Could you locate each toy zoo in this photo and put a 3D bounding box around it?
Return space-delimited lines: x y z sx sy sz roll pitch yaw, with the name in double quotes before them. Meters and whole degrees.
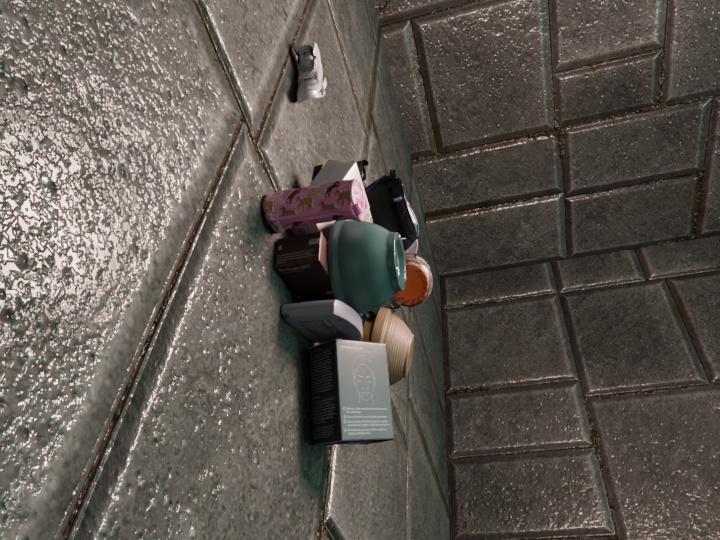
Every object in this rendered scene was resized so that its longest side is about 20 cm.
"toy zoo" 0.024 0.190 1.451 0.200 0.020 0.135 8 90 -77

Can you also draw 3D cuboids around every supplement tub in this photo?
"supplement tub" 0.124 0.023 1.505 0.200 0.119 0.126 -49 129 -82

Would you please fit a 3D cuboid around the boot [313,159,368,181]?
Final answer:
"boot" -0.051 -0.199 1.462 0.078 0.134 0.204 63 24 -52

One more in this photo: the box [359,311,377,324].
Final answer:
"box" -0.014 0.077 1.507 0.137 0.038 0.200 47 9 10

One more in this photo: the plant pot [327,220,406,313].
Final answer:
"plant pot" 0.024 -0.012 1.240 0.200 0.130 0.207 -6 90 -74

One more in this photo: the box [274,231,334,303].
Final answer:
"box" -0.096 0.012 1.223 0.201 0.097 0.077 64 23 -51

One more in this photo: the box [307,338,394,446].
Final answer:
"box" -0.022 0.258 1.242 0.146 0.106 0.206 11 67 -38

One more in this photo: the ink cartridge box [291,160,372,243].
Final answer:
"ink cartridge box" -0.062 -0.115 1.337 0.202 0.082 0.178 -58 143 -35

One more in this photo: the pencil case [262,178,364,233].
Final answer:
"pencil case" -0.086 -0.123 1.133 0.083 0.194 0.089 40 45 -68

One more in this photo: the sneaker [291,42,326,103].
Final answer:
"sneaker" -0.131 -0.485 1.444 0.201 0.073 0.117 -84 160 -62

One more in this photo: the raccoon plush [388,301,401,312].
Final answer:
"raccoon plush" 0.061 0.141 1.674 0.098 0.130 0.205 -90 178 -59

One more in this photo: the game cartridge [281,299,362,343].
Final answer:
"game cartridge" -0.067 0.108 1.215 0.200 0.130 0.042 55 37 -63

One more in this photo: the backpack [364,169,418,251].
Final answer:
"backpack" 0.052 -0.121 1.526 0.193 0.198 0.154 55 -5 -3

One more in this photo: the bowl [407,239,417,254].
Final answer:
"bowl" 0.058 -0.022 1.694 0.075 0.196 0.203 50 -36 32

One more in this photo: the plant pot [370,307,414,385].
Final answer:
"plant pot" 0.076 0.197 1.417 0.201 0.090 0.207 11 90 -79

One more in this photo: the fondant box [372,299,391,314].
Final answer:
"fondant box" 0.000 0.000 1.513 0.202 0.058 0.144 54 8 -9
